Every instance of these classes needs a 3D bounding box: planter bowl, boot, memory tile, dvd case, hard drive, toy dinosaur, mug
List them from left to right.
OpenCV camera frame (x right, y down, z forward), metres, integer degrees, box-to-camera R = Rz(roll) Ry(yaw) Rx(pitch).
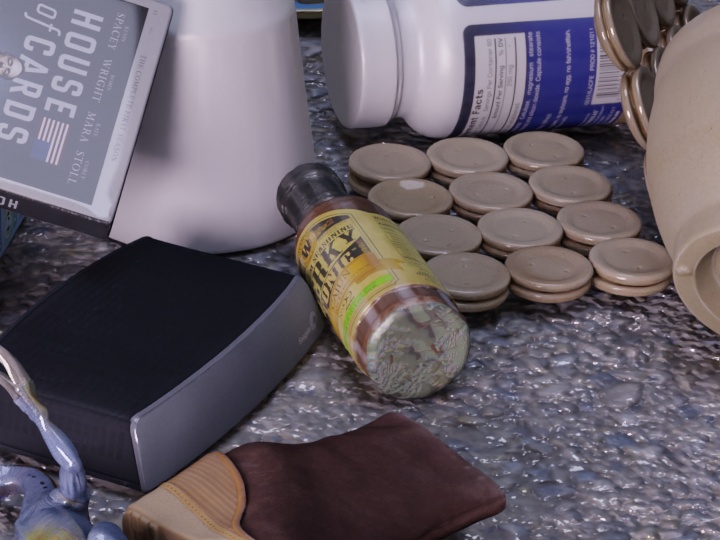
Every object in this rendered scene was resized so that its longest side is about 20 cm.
[{"bbox_3d":[-0.215,-0.111,1.563,0.200,0.025,0.150,17,60,-6],"label":"dvd case"},{"bbox_3d":[-0.148,0.142,1.329,0.105,0.200,0.181,-38,7,1],"label":"toy dinosaur"},{"bbox_3d":[-0.116,0.043,1.518,0.135,0.042,0.200,15,30,22],"label":"hard drive"},{"bbox_3d":[-0.107,-0.117,1.708,0.149,0.153,0.187,-14,31,-28],"label":"mug"},{"bbox_3d":[0.002,0.127,1.335,0.166,0.072,0.200,-17,30,-29],"label":"boot"},{"bbox_3d":[0.085,-0.030,1.690,0.153,0.017,0.200,-6,29,-16],"label":"memory tile"},{"bbox_3d":[0.188,-0.118,1.738,0.017,0.153,0.200,-17,13,22],"label":"memory tile"},{"bbox_3d":[0.245,-0.037,1.575,0.200,0.200,0.135,11,54,15],"label":"planter bowl"}]

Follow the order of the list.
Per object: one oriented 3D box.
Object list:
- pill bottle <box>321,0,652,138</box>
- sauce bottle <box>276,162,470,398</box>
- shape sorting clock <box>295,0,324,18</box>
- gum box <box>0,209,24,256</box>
[{"bbox_3d":[0.082,-0.144,1.817,0.200,0.116,0.116,-5,29,-16],"label":"pill bottle"},{"bbox_3d":[0.000,0.000,1.592,0.065,0.065,0.200,-7,27,-18],"label":"sauce bottle"},{"bbox_3d":[-0.034,-0.224,2.042,0.200,0.039,0.200,2,27,-1],"label":"shape sorting clock"},{"bbox_3d":[-0.284,-0.051,1.681,0.170,0.045,0.200,7,29,7],"label":"gum box"}]
